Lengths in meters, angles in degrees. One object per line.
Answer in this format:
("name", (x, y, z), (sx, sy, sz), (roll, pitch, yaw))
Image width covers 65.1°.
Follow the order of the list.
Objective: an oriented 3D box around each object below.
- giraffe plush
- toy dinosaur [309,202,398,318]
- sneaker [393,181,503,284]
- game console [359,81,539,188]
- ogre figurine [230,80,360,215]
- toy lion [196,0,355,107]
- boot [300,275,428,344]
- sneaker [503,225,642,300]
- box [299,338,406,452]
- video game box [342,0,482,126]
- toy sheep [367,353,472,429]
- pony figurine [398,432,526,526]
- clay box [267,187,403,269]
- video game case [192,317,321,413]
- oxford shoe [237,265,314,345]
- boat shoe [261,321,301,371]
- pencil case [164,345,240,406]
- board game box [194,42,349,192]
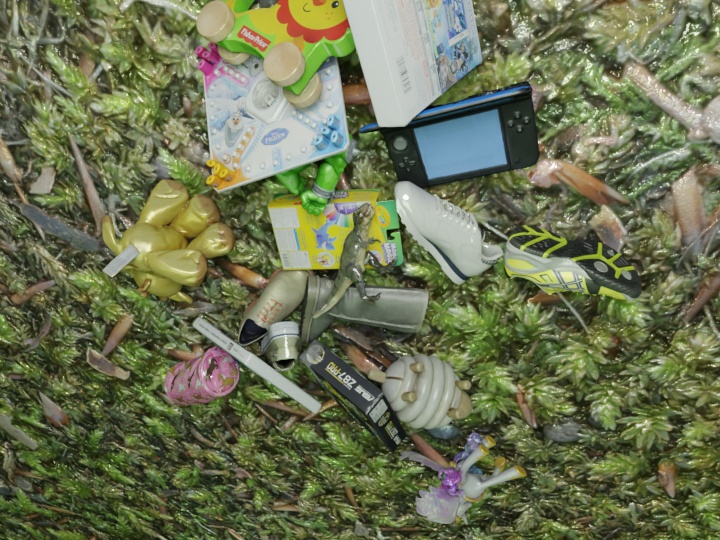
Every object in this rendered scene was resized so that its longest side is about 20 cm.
("giraffe plush", (-0.311, -0.018, 0.907), (0.173, 0.198, 0.163), (52, 152, 12))
("toy dinosaur", (0.000, 0.000, 0.832), (0.087, 0.047, 0.203), (25, 110, 5))
("sneaker", (0.123, -0.066, 0.808), (0.080, 0.077, 0.199), (-27, 129, 32))
("game console", (0.119, -0.156, 0.703), (0.196, 0.120, 0.172), (-8, 134, 19))
("ogre figurine", (-0.079, -0.185, 0.755), (0.119, 0.098, 0.203), (-28, 79, 29))
("toy lion", (-0.068, -0.306, 0.655), (0.199, 0.069, 0.193), (36, 91, 24))
("boot", (0.001, 0.075, 0.942), (0.196, 0.074, 0.183), (4, 148, -11))
("sneaker", (0.304, -0.001, 0.820), (0.197, 0.076, 0.077), (22, 135, 11))
("box", (-0.008, 0.216, 0.965), (0.160, 0.049, 0.201), (36, 163, 32))
("video game box", (0.056, -0.288, 0.605), (0.046, 0.182, 0.203), (12, 132, 42))
("toy sheep", (0.105, 0.205, 0.968), (0.197, 0.139, 0.139), (26, 127, -11))
("pony figurine", (0.190, 0.407, 1.094), (0.191, 0.167, 0.201), (32, 111, -20))
("clay box", (-0.034, -0.062, 0.866), (0.196, 0.048, 0.117), (-1, 123, 13))
("video game case", (-0.179, 0.165, 0.977), (0.180, 0.024, 0.200), (21, 160, 45))
("oxford shoe", (-0.146, 0.063, 0.964), (0.070, 0.074, 0.200), (34, 125, -12))
("boat shoe", (-0.137, 0.142, 0.974), (0.070, 0.063, 0.200), (0, 160, -7))
("pencil case", (-0.303, 0.203, 1.062), (0.083, 0.087, 0.199), (47, 140, -15))
("board game box", (-0.118, -0.221, 0.708), (0.197, 0.026, 0.204), (-13, 78, 22))
